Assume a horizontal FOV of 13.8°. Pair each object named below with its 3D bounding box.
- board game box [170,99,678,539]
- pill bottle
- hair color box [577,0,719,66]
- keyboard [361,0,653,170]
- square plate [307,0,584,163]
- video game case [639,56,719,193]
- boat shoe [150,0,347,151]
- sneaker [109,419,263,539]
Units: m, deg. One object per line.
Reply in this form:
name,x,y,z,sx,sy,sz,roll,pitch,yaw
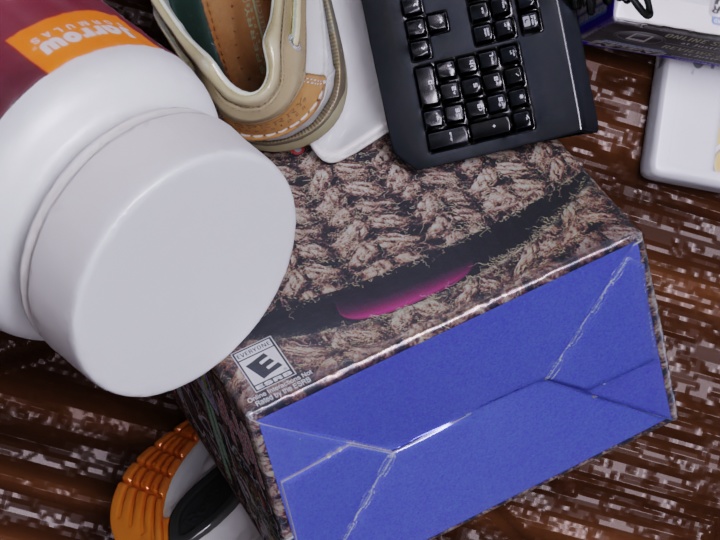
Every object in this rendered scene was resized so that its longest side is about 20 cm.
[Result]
board game box,0.000,0.000,1.131,0.159,0.200,0.097,-25,131,-12
pill bottle,-0.121,-0.047,1.055,0.114,0.114,0.200,-45,54,-10
hair color box,0.155,-0.187,1.226,0.109,0.065,0.202,8,82,-14
keyboard,0.042,-0.144,1.080,0.103,0.040,0.201,-13,83,8
square plate,0.020,-0.173,1.120,0.197,0.028,0.201,-32,80,5
video game case,0.228,-0.112,1.280,0.199,0.023,0.183,10,84,-10
boat shoe,-0.055,-0.144,1.079,0.074,0.068,0.201,-23,80,7
sneaker,-0.015,0.073,1.205,0.200,0.075,0.092,-42,131,-24
